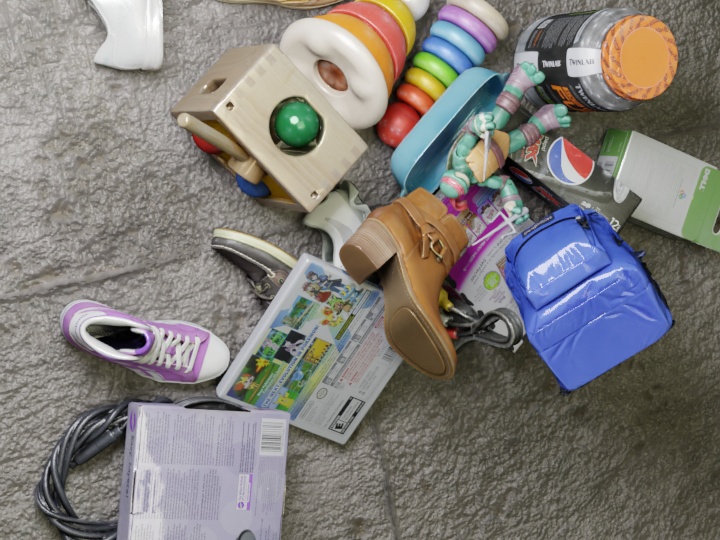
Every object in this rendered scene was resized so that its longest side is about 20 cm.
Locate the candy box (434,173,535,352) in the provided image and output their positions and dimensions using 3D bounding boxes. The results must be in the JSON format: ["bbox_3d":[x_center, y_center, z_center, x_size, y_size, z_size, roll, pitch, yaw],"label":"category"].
[{"bbox_3d":[0.158,-0.016,1.723,0.136,0.061,0.200,-48,111,-13],"label":"candy box"}]

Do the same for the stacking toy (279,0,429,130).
[{"bbox_3d":[0.014,-0.271,1.616,0.200,0.146,0.146,-49,113,-33],"label":"stacking toy"}]

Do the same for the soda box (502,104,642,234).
[{"bbox_3d":[0.242,-0.119,1.714,0.200,0.071,0.063,37,82,-5],"label":"soda box"}]

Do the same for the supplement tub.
[{"bbox_3d":[0.282,-0.251,1.678,0.122,0.200,0.123,-3,96,-23],"label":"supplement tub"}]

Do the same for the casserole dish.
[{"bbox_3d":[0.101,-0.164,1.657,0.039,0.121,0.200,39,87,19],"label":"casserole dish"}]

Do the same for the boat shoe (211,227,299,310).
[{"bbox_3d":[-0.091,0.017,1.607,0.200,0.073,0.065,30,78,-24],"label":"boat shoe"}]

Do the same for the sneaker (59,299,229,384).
[{"bbox_3d":[-0.224,0.088,1.532,0.200,0.114,0.073,14,88,-26],"label":"sneaker"}]

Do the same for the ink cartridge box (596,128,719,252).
[{"bbox_3d":[0.398,-0.103,1.823,0.199,0.059,0.104,19,89,-24],"label":"ink cartridge box"}]

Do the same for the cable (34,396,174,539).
[{"bbox_3d":[-0.264,0.227,1.563,0.199,0.051,0.164,-7,98,-23],"label":"cable"}]

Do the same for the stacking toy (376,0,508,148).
[{"bbox_3d":[0.090,-0.231,1.665,0.085,0.085,0.200,36,86,-23],"label":"stacking toy"}]

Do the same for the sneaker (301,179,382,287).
[{"bbox_3d":[0.000,0.000,1.652,0.088,0.074,0.200,-35,101,-13],"label":"sneaker"}]

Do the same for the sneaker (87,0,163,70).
[{"bbox_3d":[-0.257,-0.316,1.501,0.088,0.075,0.201,-2,98,-13],"label":"sneaker"}]

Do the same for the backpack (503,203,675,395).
[{"bbox_3d":[0.252,0.010,1.618,0.162,0.200,0.168,-28,111,9],"label":"backpack"}]

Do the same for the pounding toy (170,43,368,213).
[{"bbox_3d":[-0.115,-0.148,1.508,0.184,0.200,0.142,46,77,-21],"label":"pounding toy"}]

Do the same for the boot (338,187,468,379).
[{"bbox_3d":[0.076,0.011,1.596,0.200,0.077,0.155,51,47,0],"label":"boot"}]

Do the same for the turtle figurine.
[{"bbox_3d":[0.153,-0.137,1.613,0.200,0.101,0.150,-51,137,-18],"label":"turtle figurine"}]

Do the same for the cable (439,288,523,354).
[{"bbox_3d":[0.119,0.070,1.641,0.050,0.200,0.097,-12,108,-24],"label":"cable"}]

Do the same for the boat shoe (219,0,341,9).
[{"bbox_3d":[-0.076,-0.332,1.578,0.199,0.069,0.074,-10,99,-23],"label":"boat shoe"}]

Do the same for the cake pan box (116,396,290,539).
[{"bbox_3d":[-0.175,0.242,1.560,0.184,0.052,0.201,4,89,-30],"label":"cake pan box"}]

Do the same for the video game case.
[{"bbox_3d":[-0.041,0.095,1.619,0.182,0.022,0.200,24,109,-29],"label":"video game case"}]
